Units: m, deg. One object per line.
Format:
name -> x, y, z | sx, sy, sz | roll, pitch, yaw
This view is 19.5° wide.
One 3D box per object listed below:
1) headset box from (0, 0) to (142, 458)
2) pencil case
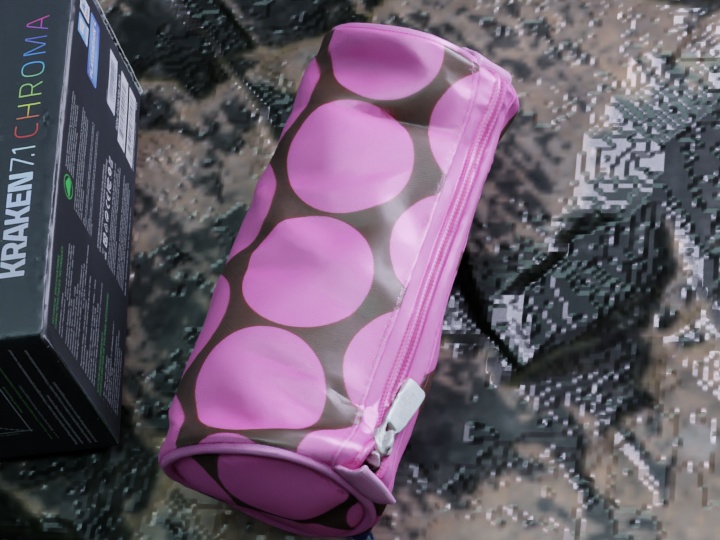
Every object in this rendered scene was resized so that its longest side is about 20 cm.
headset box -> -0.198, -0.016, 0.833 | 0.199, 0.093, 0.175 | -6, 57, 11
pencil case -> 0.000, 0.000, 0.778 | 0.093, 0.091, 0.201 | -15, 50, 48
